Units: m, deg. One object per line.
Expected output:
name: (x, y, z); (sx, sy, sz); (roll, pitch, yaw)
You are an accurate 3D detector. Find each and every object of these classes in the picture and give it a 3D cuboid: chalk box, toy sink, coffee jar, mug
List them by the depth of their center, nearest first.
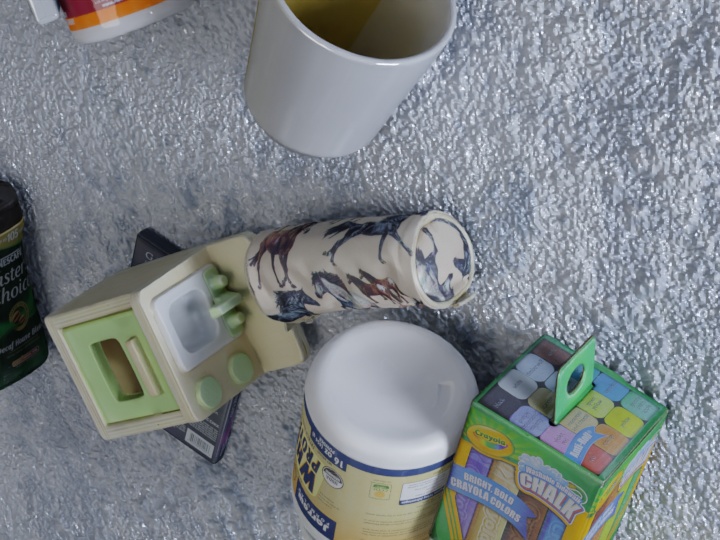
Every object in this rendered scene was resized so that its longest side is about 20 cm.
mug: (-0.019, -0.180, 1.374); (0.149, 0.187, 0.153); (16, 141, -10)
chalk box: (0.155, 0.145, 1.405); (0.124, 0.124, 0.201); (32, 131, 20)
toy sink: (-0.167, 0.062, 1.591); (0.199, 0.112, 0.131); (-14, 105, 41)
coffee jar: (-0.374, 0.013, 1.753); (0.085, 0.104, 0.201); (13, 122, 33)

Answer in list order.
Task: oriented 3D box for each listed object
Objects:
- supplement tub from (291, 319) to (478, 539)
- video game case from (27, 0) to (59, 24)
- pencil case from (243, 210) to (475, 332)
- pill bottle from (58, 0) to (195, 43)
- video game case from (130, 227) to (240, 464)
supplement tub: (0.017, 0.155, 1.492); (0.144, 0.144, 0.201); (32, 141, 19)
video game case: (-0.298, -0.309, 1.492); (0.182, 0.023, 0.201); (-127, 16, -75)
pencil case: (0.000, 0.000, 1.476); (0.199, 0.078, 0.090); (-5, 123, 40)
pill bottle: (-0.217, -0.297, 1.454); (0.113, 0.113, 0.201); (-8, 108, 40)
video game case: (-0.171, 0.074, 1.690); (0.143, 0.019, 0.201); (33, 129, 19)
